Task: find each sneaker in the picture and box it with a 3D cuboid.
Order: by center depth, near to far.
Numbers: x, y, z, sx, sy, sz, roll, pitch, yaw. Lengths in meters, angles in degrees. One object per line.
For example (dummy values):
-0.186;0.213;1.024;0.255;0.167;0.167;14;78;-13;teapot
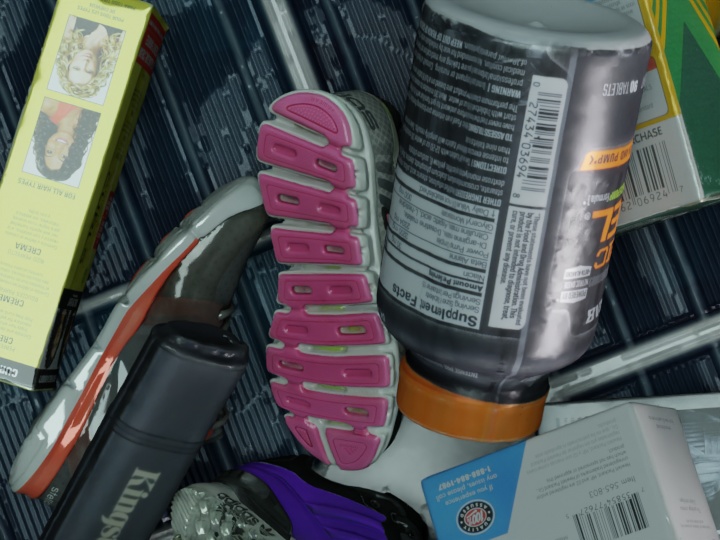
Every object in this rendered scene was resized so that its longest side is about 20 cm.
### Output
0.007;0.154;1.048;0.200;0.099;0.070;41;134;28;sneaker
0.000;0.000;1.082;0.074;0.087;0.200;4;109;29;sneaker
-0.093;0.045;1.092;0.082;0.077;0.200;35;100;-6;sneaker

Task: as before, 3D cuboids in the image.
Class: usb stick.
-0.117;0.108;1.051;0.200;0.055;0.033;-60;42;22;usb stick

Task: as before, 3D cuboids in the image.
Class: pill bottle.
0.065;-0.023;1.000;0.106;0.106;0.200;10;109;3;pill bottle

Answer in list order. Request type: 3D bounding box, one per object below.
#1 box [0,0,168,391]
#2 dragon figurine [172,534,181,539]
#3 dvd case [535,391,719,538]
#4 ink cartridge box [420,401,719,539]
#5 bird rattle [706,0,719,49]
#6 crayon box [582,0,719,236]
-0.152;-0.041;1.092;0.050;0.075;0.200;16;87;2;box
-0.131;0.175;1.022;0.099;0.200;0.059;-11;69;-24;dragon figurine
0.190;0.134;1.070;0.200;0.025;0.151;-4;82;3;dvd case
0.117;0.174;1.008;0.115;0.068;0.200;-23;73;23;ink cartridge box
0.169;-0.152;1.070;0.163;0.113;0.200;-25;84;20;bird rattle
0.105;-0.116;1.054;0.126;0.052;0.200;-19;85;44;crayon box
